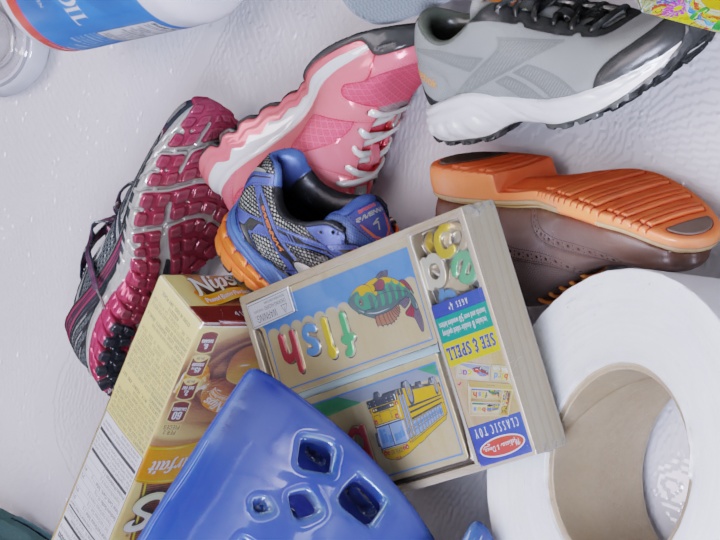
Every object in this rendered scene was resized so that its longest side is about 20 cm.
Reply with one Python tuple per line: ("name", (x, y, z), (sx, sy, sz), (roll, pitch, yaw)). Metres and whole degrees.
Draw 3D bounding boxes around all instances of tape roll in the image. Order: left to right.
("tape roll", (0.153, 0.102, 1.282), (0.202, 0.070, 0.204), (-12, 75, 51))

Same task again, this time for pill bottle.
("pill bottle", (-0.134, -0.206, 1.613), (0.199, 0.112, 0.113), (-7, 78, 45))

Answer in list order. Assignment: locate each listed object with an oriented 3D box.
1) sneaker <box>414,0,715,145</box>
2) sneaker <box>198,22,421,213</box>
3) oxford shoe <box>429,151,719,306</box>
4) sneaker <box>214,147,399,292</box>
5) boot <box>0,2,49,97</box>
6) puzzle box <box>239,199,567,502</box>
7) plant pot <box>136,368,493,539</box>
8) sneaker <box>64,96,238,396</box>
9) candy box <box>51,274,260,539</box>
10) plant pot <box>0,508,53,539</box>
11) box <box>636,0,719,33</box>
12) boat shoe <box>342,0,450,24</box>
("sneaker", (0.102, -0.120, 1.367), (0.199, 0.074, 0.080), (-8, 108, 44))
("sneaker", (-0.008, -0.076, 1.508), (0.200, 0.074, 0.087), (-36, 76, 39))
("oxford shoe", (0.117, -0.016, 1.368), (0.200, 0.071, 0.073), (16, 114, 51))
("sneaker", (0.000, 0.000, 1.437), (0.199, 0.075, 0.079), (32, 125, 24))
("boot", (-0.311, -0.171, 1.802), (0.199, 0.095, 0.074), (13, 93, 46))
("puzzle box", (0.018, 0.052, 1.360), (0.200, 0.025, 0.134), (-23, 84, 49))
("plant pot", (-0.042, 0.206, 1.343), (0.200, 0.179, 0.200), (-60, -5, -33))
("sneaker", (-0.138, -0.021, 1.612), (0.075, 0.080, 0.201), (43, 114, 43))
("candy box", (-0.095, 0.098, 1.506), (0.055, 0.115, 0.201), (46, 123, 40))
("plant pot", (-0.280, 0.255, 1.646), (0.200, 0.200, 0.197), (31, 99, 44))
("box", (0.240, -0.199, 1.161), (0.192, 0.199, 0.123), (-34, 61, 38))
("boat shoe", (0.078, -0.196, 1.422), (0.199, 0.074, 0.067), (-9, 36, 27))
